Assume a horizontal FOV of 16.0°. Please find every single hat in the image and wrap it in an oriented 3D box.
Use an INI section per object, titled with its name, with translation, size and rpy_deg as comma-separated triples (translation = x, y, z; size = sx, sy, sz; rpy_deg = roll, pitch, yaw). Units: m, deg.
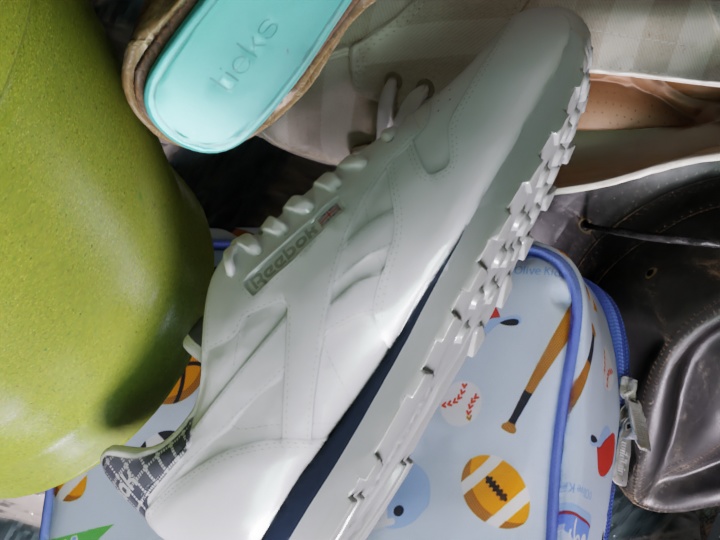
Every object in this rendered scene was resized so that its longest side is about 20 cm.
[hat]
translation = 0.127, 0.033, 0.891
size = 0.200, 0.081, 0.201
rpy_deg = 0, 134, 0

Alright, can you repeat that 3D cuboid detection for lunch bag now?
[lunch bag]
translation = -0.005, 0.059, 0.849
size = 0.199, 0.161, 0.076
rpy_deg = 2, 164, 22

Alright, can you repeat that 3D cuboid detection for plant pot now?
[plant pot]
translation = -0.144, -0.028, 0.776
size = 0.200, 0.201, 0.193
rpy_deg = -22, 141, 19

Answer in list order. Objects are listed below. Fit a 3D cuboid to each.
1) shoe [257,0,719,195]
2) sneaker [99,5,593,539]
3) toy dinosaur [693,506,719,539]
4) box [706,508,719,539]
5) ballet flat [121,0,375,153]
[shoe]
translation = 0.051, -0.059, 0.819
size = 0.199, 0.054, 0.070
rpy_deg = -3, 131, 9
[sneaker]
translation = 0.000, 0.000, 0.770
size = 0.080, 0.200, 0.076
rpy_deg = 32, 178, 14
[toy dinosaur]
translation = 0.124, 0.160, 0.953
size = 0.086, 0.136, 0.200
rpy_deg = -20, 160, 10
[box]
translation = 0.189, 0.075, 0.840
size = 0.043, 0.201, 0.160
rpy_deg = 8, 155, 45
[ballet flat]
translation = 0.003, -0.119, 0.747
size = 0.068, 0.072, 0.200
rpy_deg = 34, 110, -26
